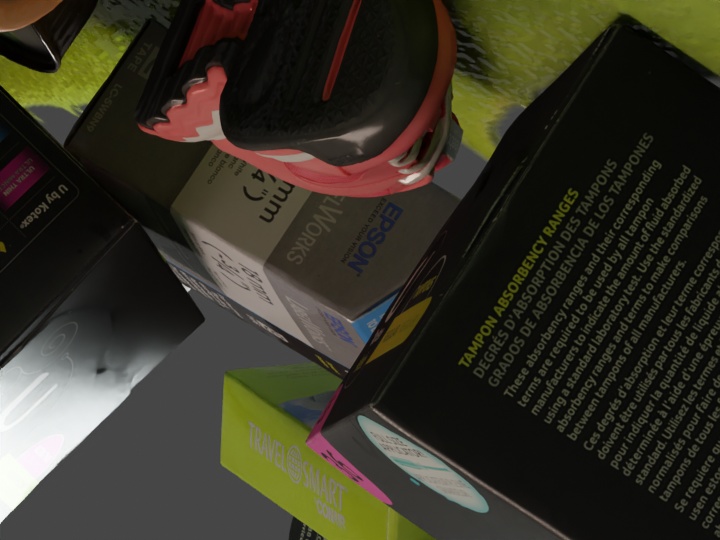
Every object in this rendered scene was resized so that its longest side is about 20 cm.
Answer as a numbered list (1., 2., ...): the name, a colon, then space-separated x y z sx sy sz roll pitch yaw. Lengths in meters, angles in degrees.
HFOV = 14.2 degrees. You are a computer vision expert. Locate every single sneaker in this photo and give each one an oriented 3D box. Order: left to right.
1. sneaker: 0.001 -0.058 0.858 0.087 0.074 0.200 22 178 -19

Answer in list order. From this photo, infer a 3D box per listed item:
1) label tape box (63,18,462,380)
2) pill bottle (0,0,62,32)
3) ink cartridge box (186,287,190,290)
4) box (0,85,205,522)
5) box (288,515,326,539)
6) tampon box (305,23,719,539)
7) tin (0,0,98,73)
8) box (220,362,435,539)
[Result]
1. label tape box: 0.000 0.000 1.089 0.200 0.063 0.144 30 170 20
2. pill bottle: -0.164 -0.139 0.828 0.200 0.106 0.106 29 169 25
3. ink cartridge box: -0.188 -0.023 1.549 0.200 0.067 0.117 34 170 -3
4. box: -0.176 -0.022 1.060 0.200 0.124 0.149 43 174 14
5. box: 0.096 0.171 1.230 0.200 0.124 0.196 7 -174 -37
6. tampon box: 0.105 0.049 0.814 0.200 0.126 0.150 34 169 -2
7. tin: -0.154 -0.131 1.032 0.112 0.042 0.200 35 171 14
8. box: 0.034 0.080 1.171 0.122 0.048 0.200 -4 -166 -24
